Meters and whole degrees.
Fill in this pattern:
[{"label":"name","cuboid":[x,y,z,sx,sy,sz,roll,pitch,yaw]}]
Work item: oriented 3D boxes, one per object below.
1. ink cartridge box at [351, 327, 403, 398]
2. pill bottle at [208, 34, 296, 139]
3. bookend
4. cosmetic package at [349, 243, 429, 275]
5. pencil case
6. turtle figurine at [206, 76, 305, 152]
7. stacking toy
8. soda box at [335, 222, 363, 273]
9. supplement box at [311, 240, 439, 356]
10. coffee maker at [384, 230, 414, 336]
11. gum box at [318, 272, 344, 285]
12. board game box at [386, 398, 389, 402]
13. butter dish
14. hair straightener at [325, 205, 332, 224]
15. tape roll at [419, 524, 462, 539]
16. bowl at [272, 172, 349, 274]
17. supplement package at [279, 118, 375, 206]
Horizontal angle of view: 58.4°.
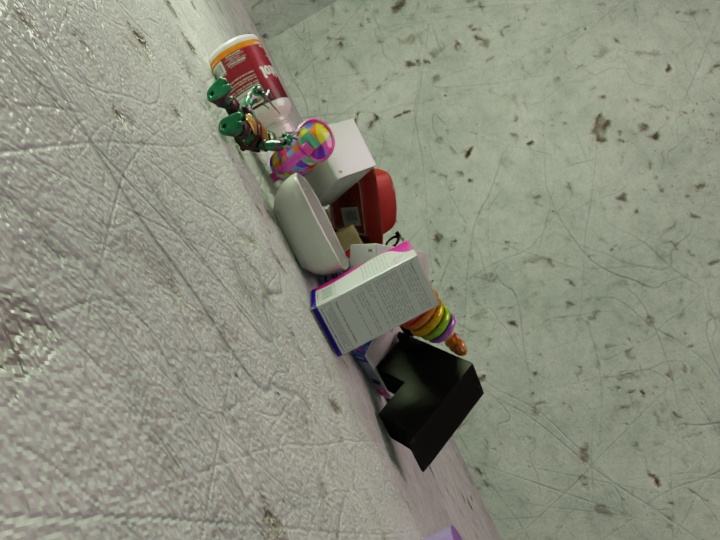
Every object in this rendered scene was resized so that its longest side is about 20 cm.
[{"label":"ink cartridge box","cuboid":[0.044,0.161,1.332,0.121,0.041,0.201,-60,142,-29]},{"label":"pill bottle","cuboid":[-0.206,-0.345,1.268,0.203,0.111,0.113,63,4,-4]},{"label":"bookend","cuboid":[0.099,0.246,1.253,0.197,0.200,0.093,18,-35,44]},{"label":"cosmetic package","cuboid":[0.063,0.004,1.352,0.198,0.070,0.104,7,85,-52]},{"label":"pencil case","cuboid":[-0.118,-0.227,1.260,0.090,0.087,0.199,62,-24,-3]},{"label":"turtle figurine","cuboid":[-0.180,-0.251,1.117,0.150,0.101,0.199,49,15,19]},{"label":"stacking toy","cuboid":[0.142,0.101,1.252,0.199,0.110,0.116,41,6,-18]},{"label":"soda box","cuboid":[0.000,0.000,1.430,0.203,0.067,0.064,62,3,-8]},{"label":"supplement box","cuboid":[0.023,0.046,1.114,0.105,0.197,0.101,61,5,-17]},{"label":"coffee maker","cuboid":[0.086,0.054,1.558,0.200,0.191,0.135,45,18,-17]},{"label":"gum box","cuboid":[-0.029,0.074,1.370,0.201,0.044,0.171,59,6,-43]},{"label":"board game box","cuboid":[0.051,0.225,1.518,0.203,0.034,0.136,65,4,18]},{"label":"butter dish","cuboid":[0.022,-0.169,1.530,0.198,0.146,0.204,16,-62,49]},{"label":"hair straightener","cuboid":[-0.045,-0.083,1.655,0.077,0.040,0.203,57,12,-72]},{"label":"tape roll","cuboid":[0.148,0.482,0.934,0.203,0.065,0.200,63,5,-9]},{"label":"bowl","cuboid":[-0.100,-0.079,1.226,0.203,0.074,0.200,64,4,-1]},{"label":"supplement package","cuboid":[-0.079,-0.222,1.410,0.199,0.116,0.119,-31,-96,54]}]
